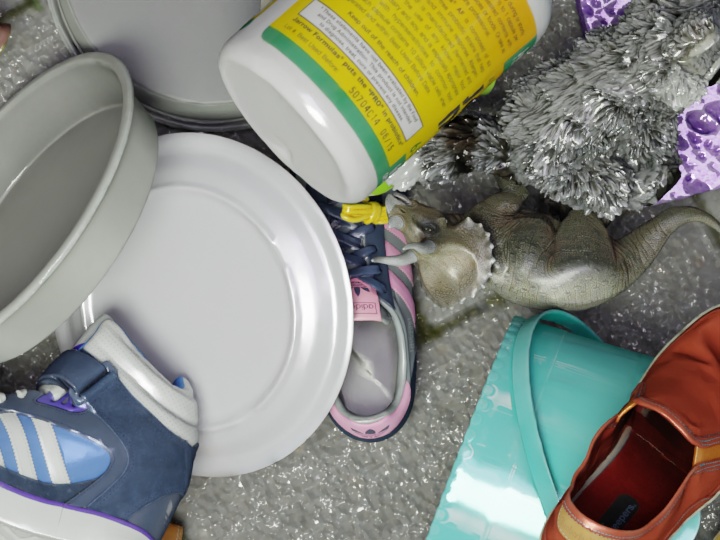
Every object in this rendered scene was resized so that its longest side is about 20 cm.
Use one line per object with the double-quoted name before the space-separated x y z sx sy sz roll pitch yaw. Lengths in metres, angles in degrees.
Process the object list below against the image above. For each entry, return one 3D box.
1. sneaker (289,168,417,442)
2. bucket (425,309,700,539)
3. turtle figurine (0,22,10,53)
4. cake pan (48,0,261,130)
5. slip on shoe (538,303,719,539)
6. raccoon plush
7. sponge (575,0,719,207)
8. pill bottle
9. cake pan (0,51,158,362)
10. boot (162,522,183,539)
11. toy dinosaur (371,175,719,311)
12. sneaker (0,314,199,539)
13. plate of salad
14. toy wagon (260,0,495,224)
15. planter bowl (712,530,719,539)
"sneaker" 0.000 0.000 1.588 0.070 0.082 0.200 -10 92 0
"bucket" 0.117 0.128 1.539 0.135 0.207 0.208 20 92 4
"turtle figurine" -0.267 -0.192 1.573 0.161 0.064 0.200 23 59 -16
"cake pan" -0.085 -0.181 1.595 0.200 0.037 0.201 0 92 -1
"slip on shoe" 0.161 0.085 1.420 0.074 0.061 0.200 33 57 17
"raccoon plush" 0.116 -0.097 1.505 0.200 0.134 0.097 -16 55 -20
"sponge" 0.185 -0.145 1.611 0.111 0.030 0.200 -14 92 0
"pill bottle" 0.031 -0.139 1.483 0.200 0.113 0.113 -43 92 -14
"cake pan" -0.184 -0.030 1.541 0.037 0.200 0.200 37 92 -30
"boot" -0.179 0.141 1.598 0.155 0.077 0.200 5 82 -8
"toy dinosaur" 0.106 -0.011 1.569 0.200 0.077 0.102 12 51 -3
"sneaker" -0.189 0.084 1.543 0.200 0.081 0.147 18 59 -3
"plate of salad" -0.089 0.019 1.590 0.200 0.048 0.201 4 100 26
"toy wagon" 0.003 -0.127 1.557 0.155 0.040 0.200 -2 100 -26
"planter bowl" 0.297 0.201 1.580 0.200 0.083 0.201 14 117 28
